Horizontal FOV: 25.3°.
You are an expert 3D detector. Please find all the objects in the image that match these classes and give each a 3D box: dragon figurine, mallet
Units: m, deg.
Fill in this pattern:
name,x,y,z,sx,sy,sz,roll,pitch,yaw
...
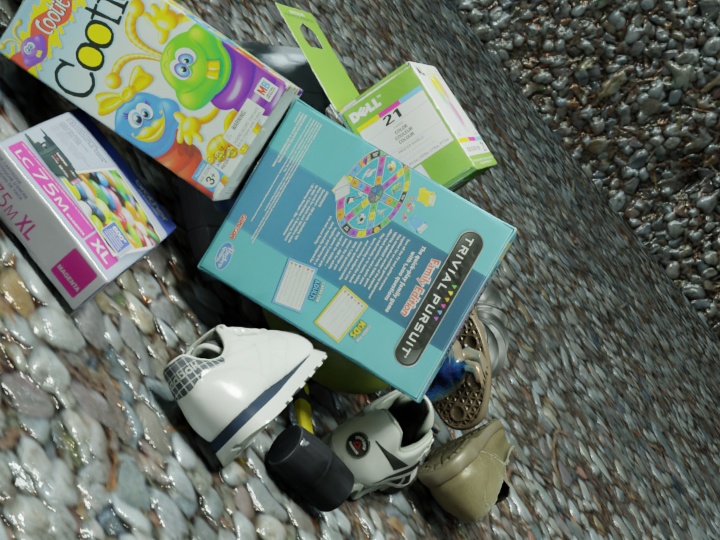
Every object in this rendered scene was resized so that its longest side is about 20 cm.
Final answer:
name,x,y,z,sx,sy,sz,roll,pitch,yaw
dragon figurine,0.055,0.066,1.454,0.059,0.098,0.202,-66,141,-67
mallet,-0.039,0.118,1.271,0.066,0.041,0.200,47,14,-18

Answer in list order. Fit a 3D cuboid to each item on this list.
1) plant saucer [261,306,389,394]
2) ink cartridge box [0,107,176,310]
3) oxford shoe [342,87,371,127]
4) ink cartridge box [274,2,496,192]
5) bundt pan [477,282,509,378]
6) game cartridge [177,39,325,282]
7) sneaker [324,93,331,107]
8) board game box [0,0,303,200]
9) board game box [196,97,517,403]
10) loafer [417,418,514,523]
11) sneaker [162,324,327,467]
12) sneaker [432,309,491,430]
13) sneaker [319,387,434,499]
name,x,y,z,sx,sy,sz,roll,pitch,yaw
plant saucer,0.000,0.000,1.330,0.198,0.031,0.203,11,73,-39
ink cartridge box,-0.198,-0.052,1.153,0.120,0.042,0.200,52,14,-5
oxford shoe,0.003,-0.090,1.424,0.084,0.072,0.202,31,42,-39
ink cartridge box,0.023,-0.151,1.335,0.201,0.075,0.148,58,12,1
bundt pan,0.091,0.031,1.669,0.202,0.075,0.203,48,28,-35
game cartridge,-0.088,-0.090,1.326,0.132,0.041,0.203,2,80,-38
sneaker,-0.052,-0.119,1.495,0.131,0.079,0.199,56,-25,-12
board game box,-0.157,-0.152,1.220,0.199,0.104,0.105,34,5,1
board game box,-0.002,-0.014,1.237,0.199,0.152,0.047,31,-3,7
loafer,0.100,0.186,1.463,0.068,0.075,0.200,63,17,4
sneaker,-0.083,0.071,1.181,0.080,0.077,0.200,43,14,1
sneaker,0.094,0.052,1.538,0.075,0.070,0.203,11,66,-65
sneaker,0.033,0.138,1.343,0.074,0.088,0.200,54,14,7
